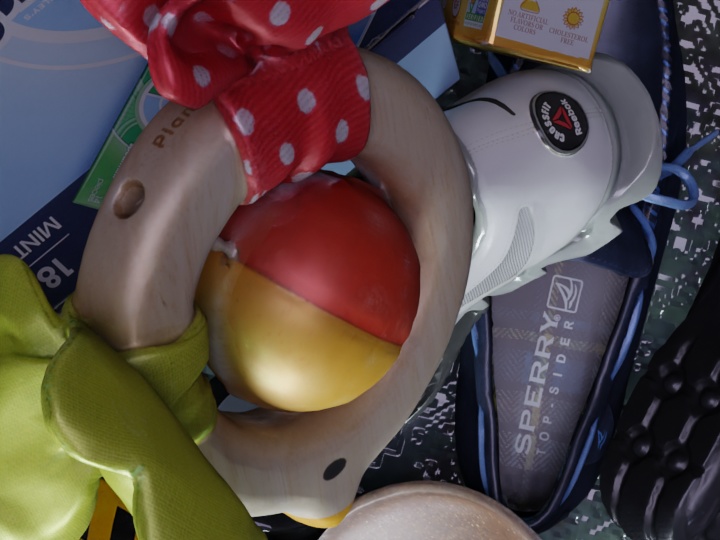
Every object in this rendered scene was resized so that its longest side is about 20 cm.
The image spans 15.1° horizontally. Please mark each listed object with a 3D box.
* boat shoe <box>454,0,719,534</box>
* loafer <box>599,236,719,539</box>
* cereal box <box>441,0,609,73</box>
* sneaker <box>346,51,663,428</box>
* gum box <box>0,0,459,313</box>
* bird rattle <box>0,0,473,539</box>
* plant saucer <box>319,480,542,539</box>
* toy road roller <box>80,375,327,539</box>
[{"bbox_3d":[0.075,-0.009,0.887,0.084,0.069,0.201,2,99,1],"label":"boat shoe"},{"bbox_3d":[0.151,0.010,0.898,0.070,0.068,0.201,31,89,-43],"label":"loafer"},{"bbox_3d":[0.057,-0.165,0.817,0.039,0.144,0.201,13,94,-16],"label":"cereal box"},{"bbox_3d":[0.000,0.000,0.844,0.200,0.088,0.074,-46,66,43],"label":"sneaker"},{"bbox_3d":[-0.099,-0.068,0.809,0.170,0.045,0.200,-40,56,-16],"label":"gum box"},{"bbox_3d":[-0.032,-0.010,0.714,0.112,0.163,0.201,13,81,38],"label":"bird rattle"},{"bbox_3d":[0.025,0.170,0.879,0.037,0.200,0.201,11,102,-39],"label":"plant saucer"},{"bbox_3d":[-0.104,0.080,0.848,0.199,0.123,0.146,30,66,1],"label":"toy road roller"}]
